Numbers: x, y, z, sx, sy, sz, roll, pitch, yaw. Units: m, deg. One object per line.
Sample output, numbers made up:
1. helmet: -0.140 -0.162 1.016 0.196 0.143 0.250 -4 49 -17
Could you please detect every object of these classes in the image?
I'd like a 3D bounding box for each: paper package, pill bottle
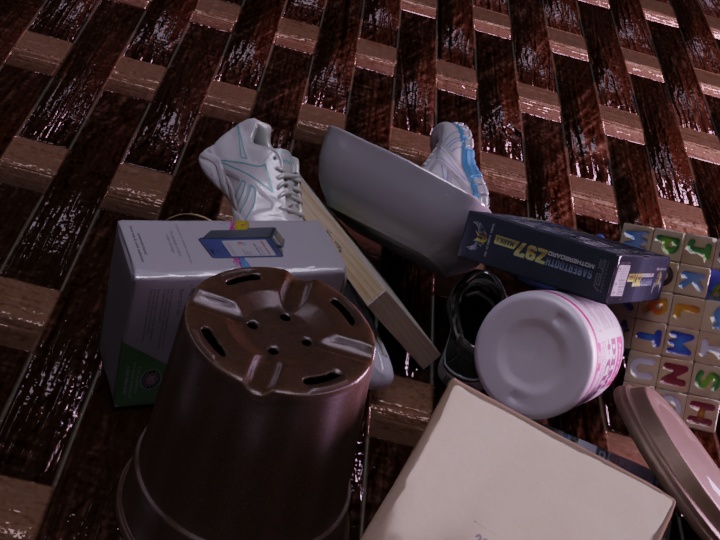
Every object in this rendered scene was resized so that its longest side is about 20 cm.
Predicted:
1. paper package: 0.108 0.216 0.962 0.198 0.104 0.192 27 67 15
2. pill bottle: 0.188 0.075 1.205 0.112 0.115 0.199 30 11 19

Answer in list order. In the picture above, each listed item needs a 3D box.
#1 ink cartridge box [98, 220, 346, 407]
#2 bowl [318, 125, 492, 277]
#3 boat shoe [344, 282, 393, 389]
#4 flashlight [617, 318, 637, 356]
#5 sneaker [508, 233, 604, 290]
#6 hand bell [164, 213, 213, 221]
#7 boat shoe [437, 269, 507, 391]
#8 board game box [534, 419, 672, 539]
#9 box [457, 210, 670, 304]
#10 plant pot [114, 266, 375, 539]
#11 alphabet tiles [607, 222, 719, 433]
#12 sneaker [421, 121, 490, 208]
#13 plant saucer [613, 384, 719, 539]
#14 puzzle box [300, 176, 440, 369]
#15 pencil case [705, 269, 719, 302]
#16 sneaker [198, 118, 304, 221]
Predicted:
1. ink cartridge box: -0.125 0.037 1.139 0.197 0.147 0.088 -1 36 -23
2. bowl: 0.047 -0.061 1.336 0.198 0.076 0.200 27 -4 15
3. boat shoe: -0.027 0.049 1.251 0.066 0.074 0.201 19 33 -36
4. flashlight: 0.335 0.096 1.341 0.197 0.069 0.068 21 25 16
5. sneaker: 0.242 -0.006 1.404 0.197 0.080 0.075 14 4 -5
6. hand bell: -0.125 -0.026 1.306 0.103 0.105 0.200 27 22 14
7. boat shoe: 0.126 0.046 1.310 0.070 0.064 0.201 17 32 0
8. board game box: 0.166 0.209 1.101 0.197 0.065 0.148 24 33 7
9. box: 0.204 -0.013 1.247 0.156 0.052 0.199 19 8 25
10. plant pot: -0.080 0.120 0.995 0.197 0.200 0.202 12 34 -8
11. alphabet tiles: 0.332 0.059 1.298 0.164 0.008 0.203 10 75 18
12. sneaker: 0.096 -0.119 1.530 0.085 0.076 0.201 2 36 -11
13. plant saucer: 0.295 0.182 1.126 0.201 0.029 0.201 49 15 -17
14. puzzle box: 0.000 0.000 1.282 0.133 0.025 0.201 48 4 -47
15. pencil case: 0.380 0.020 1.393 0.077 0.088 0.200 13 12 -27
16. sneaker: -0.091 -0.076 1.256 0.070 0.080 0.201 28 23 -55
